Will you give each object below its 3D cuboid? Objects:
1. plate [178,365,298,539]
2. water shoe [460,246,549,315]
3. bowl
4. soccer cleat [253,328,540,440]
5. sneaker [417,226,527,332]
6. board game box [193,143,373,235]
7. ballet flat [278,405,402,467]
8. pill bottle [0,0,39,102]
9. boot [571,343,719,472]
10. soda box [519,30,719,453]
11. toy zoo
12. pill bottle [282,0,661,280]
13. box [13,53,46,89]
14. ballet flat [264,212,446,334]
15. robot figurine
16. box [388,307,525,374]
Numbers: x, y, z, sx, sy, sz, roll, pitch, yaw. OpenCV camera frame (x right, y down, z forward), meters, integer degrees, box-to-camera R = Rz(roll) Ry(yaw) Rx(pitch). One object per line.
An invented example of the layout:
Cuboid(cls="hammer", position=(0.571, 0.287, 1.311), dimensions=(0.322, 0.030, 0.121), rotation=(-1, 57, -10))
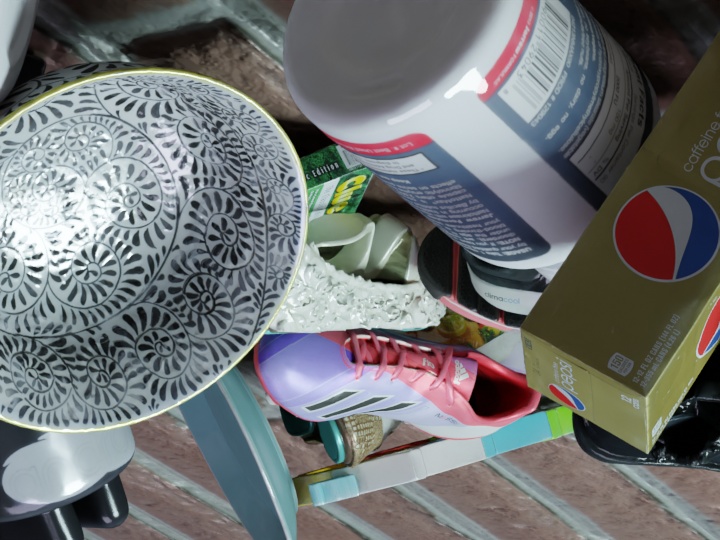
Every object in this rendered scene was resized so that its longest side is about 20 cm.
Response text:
Cuboid(cls="plate", position=(-0.084, 0.104, 1.426), dimensions=(0.026, 0.200, 0.200), rotation=(-26, 161, -15))
Cuboid(cls="water shoe", position=(0.146, -0.022, 1.119), dimensions=(0.200, 0.072, 0.079), rotation=(-8, 132, 16))
Cuboid(cls="bowl", position=(-0.134, -0.028, 1.073), dimensions=(0.201, 0.201, 0.094), rotation=(33, -170, -40))
Cuboid(cls="soccer cleat", position=(0.022, 0.059, 1.256), dimensions=(0.076, 0.067, 0.200), rotation=(-14, 158, 38))
Cuboid(cls="sneaker", position=(0.130, 0.018, 1.218), dimensions=(0.200, 0.074, 0.087), rotation=(8, 157, 9))
Cuboid(cls="board game box", position=(-0.057, -0.011, 1.234), dimensions=(0.105, 0.023, 0.200), rotation=(-20, 164, -19))
Cuboid(cls="ballet flat", position=(-0.007, 0.083, 1.400), dimensions=(0.065, 0.071, 0.200), rotation=(-14, -174, -11))
Cuboid(cls="pill bottle", position=(-0.249, -0.143, 0.987), dimensions=(0.200, 0.113, 0.112), rotation=(11, 156, 1))
Cuboid(cls="boot", position=(0.216, 0.070, 1.152), dimensions=(0.200, 0.077, 0.168), rotation=(0, 171, -4))
Cuboid(cls="soda box", position=(0.149, -0.026, 0.948), dimensions=(0.064, 0.200, 0.068), rotation=(28, 162, 19))
Cuboid(cls="toy zoo", position=(0.043, 0.122, 1.423), dimensions=(0.200, 0.021, 0.131), rotation=(-12, 176, -39))
Cuboid(cls="pill bottle", position=(0.067, -0.070, 0.993), dimensions=(0.119, 0.120, 0.200), rotation=(-6, 150, 35))
Cuboid(cls="box", position=(-0.300, -0.059, 1.189), dimensions=(0.198, 0.123, 0.200), rotation=(19, 155, -14))
Cuboid(cls="ballet flat", position=(0.000, 0.000, 1.215), dimensions=(0.072, 0.072, 0.200), rotation=(-2, -179, 28))
Cuboid(cls="robot figurine", position=(-0.219, 0.082, 1.386), dimensions=(0.125, 0.200, 0.150), rotation=(-17, -166, 7))
Cuboid(cls="box", position=(0.016, 0.038, 1.358), dimensions=(0.200, 0.039, 0.041), rotation=(13, 155, -2))
